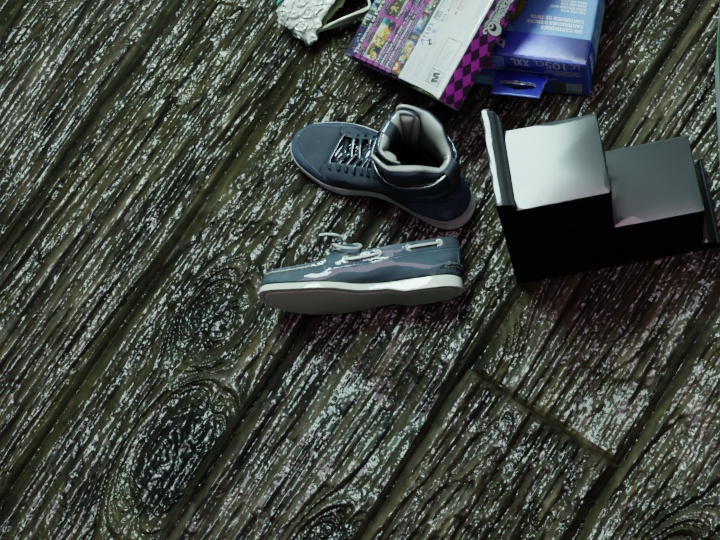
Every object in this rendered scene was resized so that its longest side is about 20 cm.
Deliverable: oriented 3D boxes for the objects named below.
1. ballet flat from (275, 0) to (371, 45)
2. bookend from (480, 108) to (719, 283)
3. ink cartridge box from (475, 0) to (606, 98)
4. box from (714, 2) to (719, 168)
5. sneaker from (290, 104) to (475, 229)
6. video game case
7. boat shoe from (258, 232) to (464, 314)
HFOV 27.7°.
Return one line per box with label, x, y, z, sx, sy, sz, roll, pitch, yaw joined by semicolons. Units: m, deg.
ballet flat;0.003;-0.306;1.520;0.199;0.072;0.072;-38;67;3
bookend;0.220;-0.079;1.313;0.196;0.200;0.093;-11;69;9
ink cartridge box;0.174;-0.256;1.456;0.135;0.076;0.203;8;74;15
box;0.423;-0.143;1.307;0.197;0.172;0.202;-3;70;12
sneaker;0.010;-0.118;1.403;0.200;0.146;0.078;20;77;20
video game case;0.086;-0.272;1.430;0.181;0.036;0.202;34;96;52
boat shoe;0.000;0.000;1.399;0.197;0.075;0.063;-6;71;9
